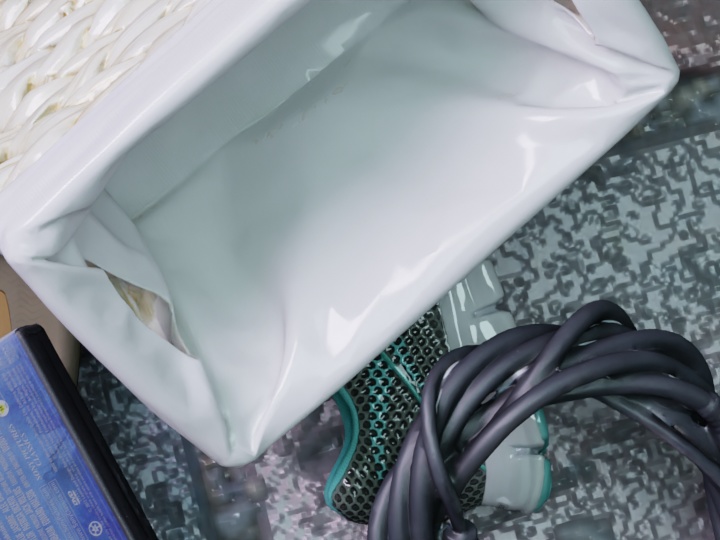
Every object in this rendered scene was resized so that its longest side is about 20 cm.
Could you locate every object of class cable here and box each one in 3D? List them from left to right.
[{"bbox_3d":[0.073,0.101,0.996,0.163,0.051,0.200,-43,122,5],"label":"cable"}]

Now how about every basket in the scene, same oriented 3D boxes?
[{"bbox_3d":[-0.025,-0.063,0.925,0.200,0.123,0.136,-41,131,1],"label":"basket"}]

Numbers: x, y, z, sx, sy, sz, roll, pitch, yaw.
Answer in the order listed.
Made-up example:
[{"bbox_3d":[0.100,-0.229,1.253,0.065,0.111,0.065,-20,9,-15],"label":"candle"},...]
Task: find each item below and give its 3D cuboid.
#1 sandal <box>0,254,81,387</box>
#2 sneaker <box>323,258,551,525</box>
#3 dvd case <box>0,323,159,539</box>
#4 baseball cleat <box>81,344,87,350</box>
[{"bbox_3d":[-0.127,0.082,0.994,0.080,0.054,0.200,0,102,2],"label":"sandal"},{"bbox_3d":[0.000,0.000,1.025,0.091,0.078,0.200,-18,82,-3],"label":"sneaker"},{"bbox_3d":[-0.151,0.125,0.971,0.200,0.018,0.143,-31,86,23],"label":"dvd case"},{"bbox_3d":[-0.079,-0.070,1.037,0.106,0.070,0.200,24,91,-7],"label":"baseball cleat"}]
